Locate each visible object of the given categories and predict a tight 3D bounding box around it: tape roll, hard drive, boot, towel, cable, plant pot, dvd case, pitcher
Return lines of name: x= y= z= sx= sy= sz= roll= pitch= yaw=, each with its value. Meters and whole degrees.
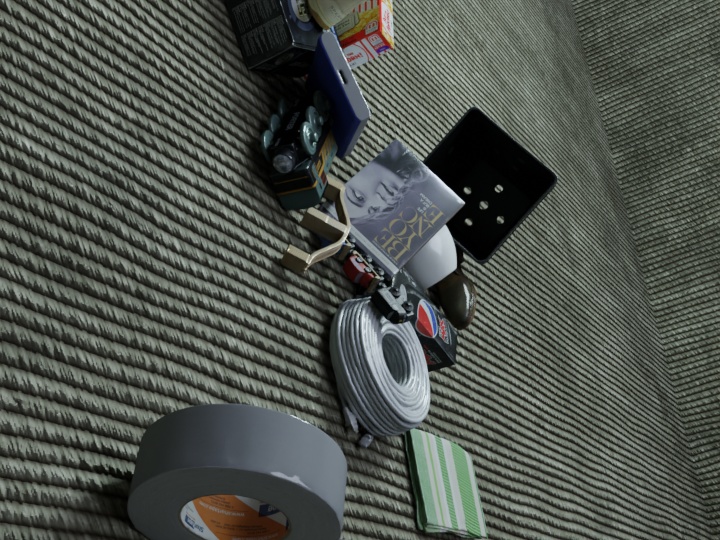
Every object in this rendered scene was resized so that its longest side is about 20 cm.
tape roll: x=-0.113 y=0.206 z=0.975 sx=0.200 sy=0.199 sz=0.066 roll=48 pitch=34 yaw=-38
hard drive: x=-0.036 y=-0.251 z=1.532 sx=0.133 sy=0.025 sz=0.200 roll=65 pitch=-11 yaw=5
boot: x=0.137 y=0.008 z=1.791 sx=0.097 sy=0.075 sz=0.201 roll=34 pitch=32 yaw=-37
towel: x=0.129 y=0.326 z=1.579 sx=0.200 sy=0.023 sz=0.154 roll=29 pitch=46 yaw=-53
cable: x=0.029 y=0.131 z=1.466 sx=0.200 sy=0.069 sz=0.201 roll=-11 pitch=81 yaw=-64
plant pot: x=0.213 y=-0.132 z=1.856 sx=0.199 sy=0.200 sz=0.177 roll=42 pitch=0 yaw=14
dvd case: x=0.048 y=-0.095 z=1.568 sx=0.149 sy=0.016 sz=0.200 roll=43 pitch=56 yaw=4
pitcher: x=0.050 y=-0.057 z=1.620 sx=0.171 sy=0.121 sz=0.201 roll=-34 pitch=92 yaw=-45
boot: x=-0.008 y=-0.465 z=1.537 sx=0.073 sy=0.155 sz=0.201 roll=37 pitch=40 yaw=-50

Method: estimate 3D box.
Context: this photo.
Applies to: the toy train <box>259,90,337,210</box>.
toy train: x=-0.081 y=-0.172 z=1.473 sx=0.200 sy=0.085 sz=0.115 roll=-75 pitch=151 yaw=-56

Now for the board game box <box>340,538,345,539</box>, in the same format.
board game box: x=-0.043 y=0.365 z=1.201 sx=0.200 sy=0.032 sz=0.121 roll=33 pitch=47 yaw=-52

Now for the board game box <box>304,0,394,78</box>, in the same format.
board game box: x=-0.022 y=-0.403 z=1.673 sx=0.046 sy=0.151 sz=0.201 roll=44 pitch=34 yaw=-42

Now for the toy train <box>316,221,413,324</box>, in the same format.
toy train: x=0.000 y=0.000 z=1.464 sx=0.046 sy=0.034 sz=0.200 roll=-16 pitch=57 yaw=-43

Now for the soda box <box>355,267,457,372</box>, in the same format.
soda box: x=0.074 y=0.072 z=1.599 sx=0.200 sy=0.070 sz=0.064 roll=49 pitch=35 yaw=-36

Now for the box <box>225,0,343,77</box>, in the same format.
box: x=-0.123 y=-0.398 z=1.541 sx=0.164 sy=0.086 sz=0.201 roll=-11 pitch=81 yaw=-64

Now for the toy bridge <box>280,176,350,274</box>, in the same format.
toy bridge: x=-0.049 y=-0.062 z=1.453 sx=0.067 sy=0.027 sz=0.200 roll=28 pitch=39 yaw=-4
